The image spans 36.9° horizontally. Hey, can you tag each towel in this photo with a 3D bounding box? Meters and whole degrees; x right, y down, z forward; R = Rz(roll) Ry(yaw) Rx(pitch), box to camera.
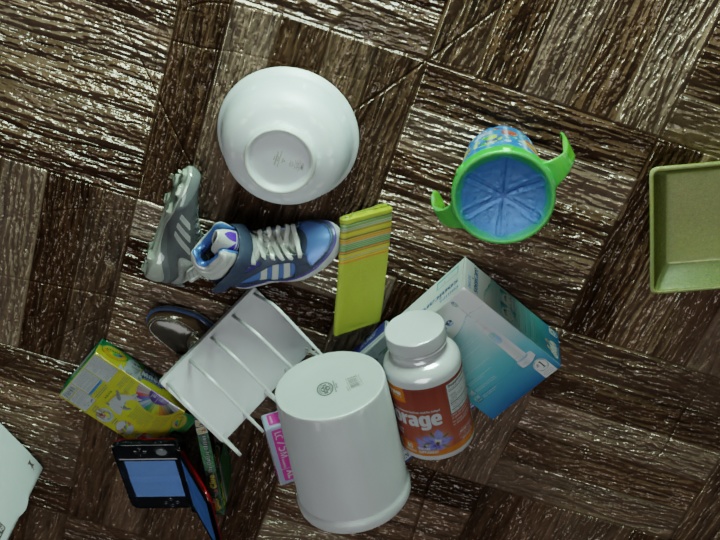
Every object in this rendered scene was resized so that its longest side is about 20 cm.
[{"bbox_3d":[0.000,0.000,1.570,0.086,0.018,0.201,-15,127,-30],"label":"towel"}]

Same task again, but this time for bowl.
[{"bbox_3d":[-0.104,-0.165,1.464,0.200,0.090,0.202,3,122,4],"label":"bowl"}]

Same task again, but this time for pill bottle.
[{"bbox_3d":[0.094,0.161,1.533,0.112,0.112,0.201,-8,121,10],"label":"pill bottle"}]

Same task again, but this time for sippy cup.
[{"bbox_3d":[0.188,-0.125,1.437,0.177,0.130,0.140,7,121,0],"label":"sippy cup"}]

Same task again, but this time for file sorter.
[{"bbox_3d":[-0.165,0.149,1.587,0.200,0.124,0.139,-46,112,-11],"label":"file sorter"}]

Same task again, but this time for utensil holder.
[{"bbox_3d":[-0.027,0.240,1.530,0.169,0.170,0.201,-7,120,9],"label":"utensil holder"}]

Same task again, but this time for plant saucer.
[{"bbox_3d":[0.497,-0.071,1.489,0.199,0.048,0.201,-5,121,8],"label":"plant saucer"}]

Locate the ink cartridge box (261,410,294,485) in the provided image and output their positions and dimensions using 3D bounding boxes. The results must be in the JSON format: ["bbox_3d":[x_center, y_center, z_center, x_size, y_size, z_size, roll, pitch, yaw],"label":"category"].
[{"bbox_3d":[-0.043,0.245,1.650,0.199,0.042,0.120,-18,124,-10],"label":"ink cartridge box"}]

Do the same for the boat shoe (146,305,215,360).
[{"bbox_3d":[-0.242,0.123,1.660,0.200,0.072,0.072,28,119,-12],"label":"boat shoe"}]

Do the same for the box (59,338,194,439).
[{"bbox_3d":[-0.367,0.209,1.740,0.200,0.048,0.117,38,117,-15],"label":"box"}]

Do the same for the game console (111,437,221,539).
[{"bbox_3d":[-0.312,0.374,1.763,0.172,0.119,0.200,-1,137,1],"label":"game console"}]

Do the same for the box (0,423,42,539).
[{"bbox_3d":[-0.655,0.343,1.757,0.130,0.199,0.200,-27,115,19],"label":"box"}]

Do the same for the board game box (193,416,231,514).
[{"bbox_3d":[-0.236,0.283,1.738,0.023,0.105,0.201,-4,120,1],"label":"board game box"}]

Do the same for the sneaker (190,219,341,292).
[{"bbox_3d":[-0.140,-0.031,1.515,0.199,0.081,0.146,-18,160,21],"label":"sneaker"}]

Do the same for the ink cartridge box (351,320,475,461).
[{"bbox_3d":[0.048,0.199,1.698,0.200,0.043,0.196,37,117,-20],"label":"ink cartridge box"}]

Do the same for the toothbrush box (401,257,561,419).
[{"bbox_3d":[0.176,0.103,1.601,0.200,0.085,0.146,37,119,-17],"label":"toothbrush box"}]

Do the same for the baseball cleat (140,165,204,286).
[{"bbox_3d":[-0.247,-0.062,1.564,0.106,0.070,0.200,16,127,-20],"label":"baseball cleat"}]
